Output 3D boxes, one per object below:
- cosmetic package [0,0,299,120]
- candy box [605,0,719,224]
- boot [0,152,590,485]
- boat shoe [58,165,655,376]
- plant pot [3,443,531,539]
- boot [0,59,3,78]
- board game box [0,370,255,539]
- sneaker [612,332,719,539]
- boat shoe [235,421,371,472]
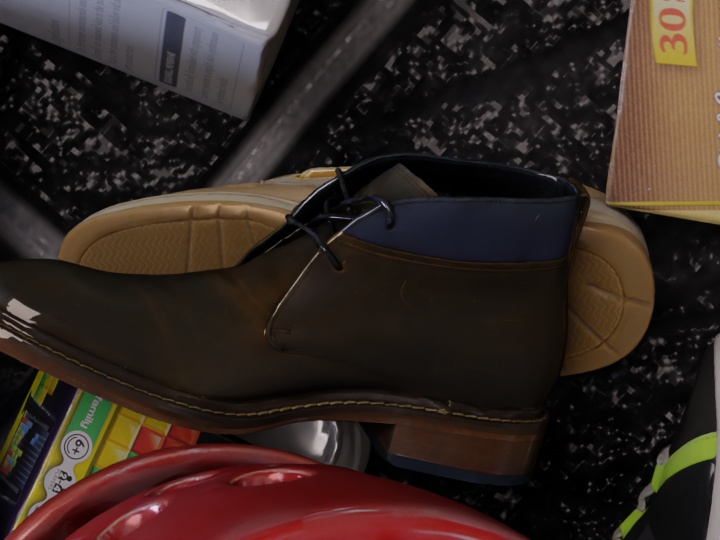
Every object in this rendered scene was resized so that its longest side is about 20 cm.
[{"bbox_3d":[-0.090,-0.186,0.983,0.199,0.123,0.200,22,79,-2],"label":"cosmetic package"},{"bbox_3d":[0.186,-0.065,0.951,0.199,0.055,0.116,10,106,13],"label":"candy box"},{"bbox_3d":[-0.022,-0.001,0.908,0.199,0.075,0.097,13,104,-26],"label":"boot"},{"bbox_3d":[0.000,0.000,0.995,0.199,0.069,0.074,3,111,6],"label":"boat shoe"},{"bbox_3d":[-0.030,0.149,0.836,0.199,0.182,0.202,-2,96,-21],"label":"plant pot"},{"bbox_3d":[-0.233,-0.094,1.066,0.131,0.068,0.200,-42,74,9],"label":"boot"},{"bbox_3d":[-0.066,0.151,0.950,0.165,0.057,0.201,26,88,-19],"label":"board game box"},{"bbox_3d":[0.086,0.112,0.955,0.082,0.072,0.201,11,84,15],"label":"sneaker"},{"bbox_3d":[-0.088,0.095,0.998,0.200,0.069,0.071,-33,72,4],"label":"boat shoe"}]
